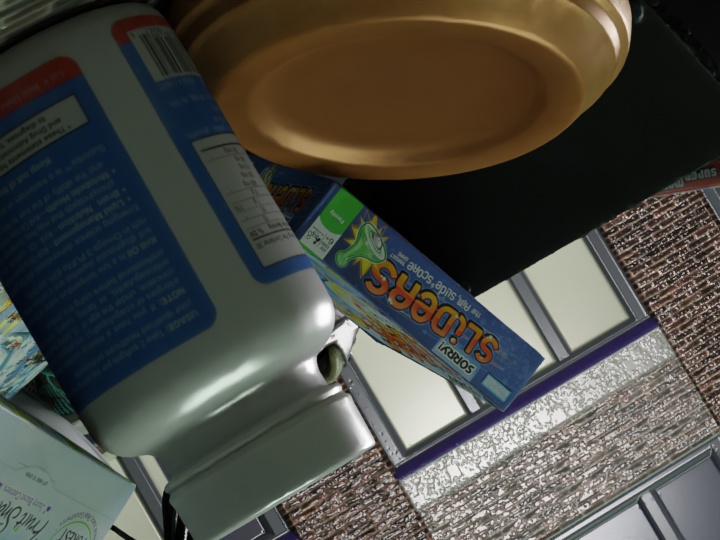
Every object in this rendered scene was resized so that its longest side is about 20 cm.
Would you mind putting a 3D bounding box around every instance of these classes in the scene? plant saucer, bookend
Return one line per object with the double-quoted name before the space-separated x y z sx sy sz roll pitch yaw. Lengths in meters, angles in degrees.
"plant saucer" 0.016 -0.085 0.862 0.199 0.038 0.200 -1 159 0
"bookend" 0.116 -0.112 1.029 0.199 0.092 0.200 -31 -158 39

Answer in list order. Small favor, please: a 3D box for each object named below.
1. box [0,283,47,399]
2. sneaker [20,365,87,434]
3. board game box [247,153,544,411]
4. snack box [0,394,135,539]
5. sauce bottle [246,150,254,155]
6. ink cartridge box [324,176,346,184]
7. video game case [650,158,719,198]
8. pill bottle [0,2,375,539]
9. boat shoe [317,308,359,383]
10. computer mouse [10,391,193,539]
"box" -0.184 0.016 1.017 0.200 0.040 0.137 -40 163 24
"sneaker" -0.159 0.043 1.156 0.091 0.078 0.200 25 156 -32
"board game box" 0.000 0.000 1.019 0.034 0.135 0.200 -52 -163 -5
"snack box" -0.177 0.047 0.732 0.053 0.142 0.200 -57 163 -7
"sauce bottle" -0.006 -0.096 1.037 0.065 0.065 0.200 -28 174 -28
"ink cartridge box" -0.033 -0.048 1.239 0.146 0.083 0.200 -32 174 15
"video game case" 0.198 -0.061 1.200 0.199 0.018 0.143 -9 -174 24
"pill bottle" -0.080 0.004 0.810 0.112 0.200 0.112 -30 175 -3
"boat shoe" -0.037 0.042 1.240 0.072 0.065 0.200 -33 174 28
"computer mouse" -0.169 0.115 1.139 0.044 0.200 0.110 -56 -174 35
